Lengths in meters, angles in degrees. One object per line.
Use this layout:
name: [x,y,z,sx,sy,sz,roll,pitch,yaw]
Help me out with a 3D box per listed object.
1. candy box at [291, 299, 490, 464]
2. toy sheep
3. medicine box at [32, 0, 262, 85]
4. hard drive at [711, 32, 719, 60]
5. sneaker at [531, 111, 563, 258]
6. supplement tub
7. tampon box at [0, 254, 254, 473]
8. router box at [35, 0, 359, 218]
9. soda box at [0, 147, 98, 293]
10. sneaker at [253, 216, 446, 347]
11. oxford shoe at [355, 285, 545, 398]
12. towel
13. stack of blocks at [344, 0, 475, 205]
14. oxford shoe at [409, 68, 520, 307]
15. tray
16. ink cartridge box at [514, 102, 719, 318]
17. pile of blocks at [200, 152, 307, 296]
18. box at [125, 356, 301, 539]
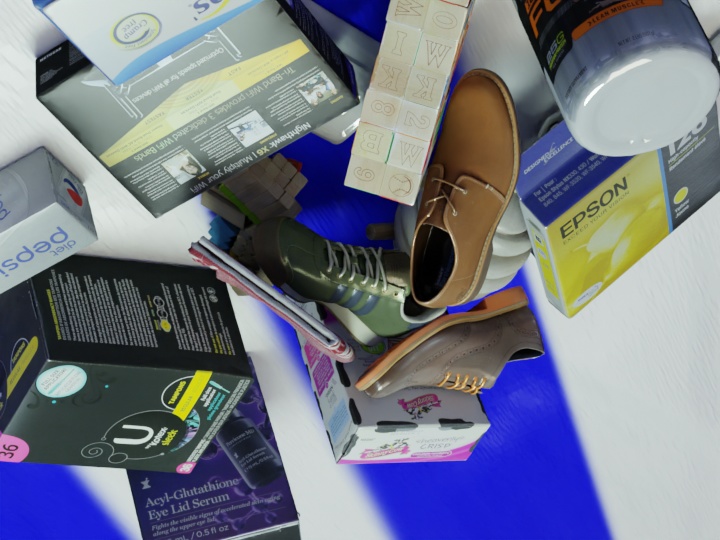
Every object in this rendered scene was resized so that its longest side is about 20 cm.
candy box: [0.021,0.078,1.745,0.136,0.200,0.061,2,139,-26]
toy sheep: [0.091,-0.039,1.685,0.138,0.138,0.200,8,153,-33]
medicine box: [-0.128,-0.255,1.235,0.182,0.200,0.103,-29,144,13]
hard drive: [0.405,-0.228,1.669,0.132,0.027,0.200,15,133,-38]
sneaker: [0.185,-0.086,1.708,0.079,0.078,0.200,-4,133,-39]
supplement tub: [0.187,-0.196,1.460,0.122,0.200,0.123,-12,144,-9]
tampon box: [-0.224,0.084,1.702,0.200,0.126,0.150,6,136,-31]
router box: [-0.125,-0.146,1.476,0.200,0.052,0.157,-28,131,16]
soda box: [-0.321,-0.018,1.576,0.200,0.064,0.068,-27,143,11]
sneaker: [0.000,0.000,1.596,0.090,0.067,0.200,-17,148,26]
oxford shoe: [0.085,0.078,1.687,0.200,0.073,0.071,-23,171,-32]
towel: [-0.070,0.028,1.573,0.023,0.144,0.200,-54,174,-2]
stack of blocks: [0.046,-0.167,1.490,0.058,0.115,0.200,17,120,3]
oxford shoe: [0.081,-0.063,1.545,0.071,0.071,0.200,-14,115,-61]
tray: [-0.045,-0.162,1.551,0.107,0.022,0.200,-39,140,24]
ink cartridge box: [0.227,-0.080,1.647,0.198,0.047,0.200,-38,148,-11]
pile of blocks: [-0.089,-0.054,1.655,0.062,0.082,0.200,-52,170,-30]
box: [-0.148,0.202,1.830,0.148,0.200,0.104,-15,144,-8]
